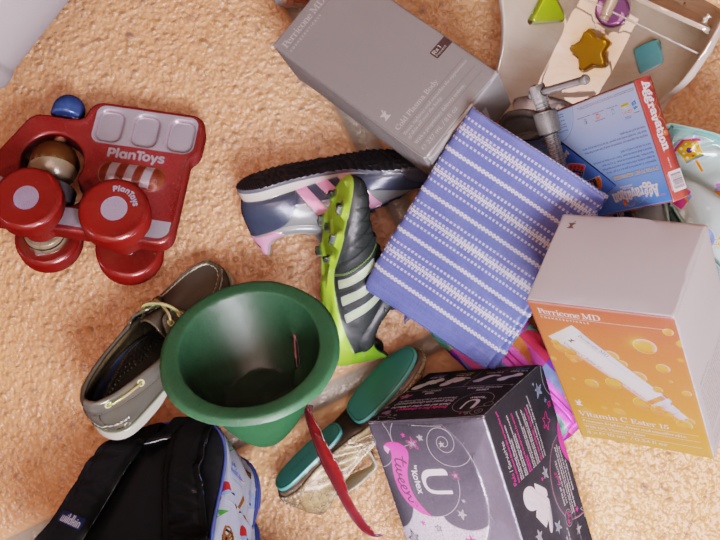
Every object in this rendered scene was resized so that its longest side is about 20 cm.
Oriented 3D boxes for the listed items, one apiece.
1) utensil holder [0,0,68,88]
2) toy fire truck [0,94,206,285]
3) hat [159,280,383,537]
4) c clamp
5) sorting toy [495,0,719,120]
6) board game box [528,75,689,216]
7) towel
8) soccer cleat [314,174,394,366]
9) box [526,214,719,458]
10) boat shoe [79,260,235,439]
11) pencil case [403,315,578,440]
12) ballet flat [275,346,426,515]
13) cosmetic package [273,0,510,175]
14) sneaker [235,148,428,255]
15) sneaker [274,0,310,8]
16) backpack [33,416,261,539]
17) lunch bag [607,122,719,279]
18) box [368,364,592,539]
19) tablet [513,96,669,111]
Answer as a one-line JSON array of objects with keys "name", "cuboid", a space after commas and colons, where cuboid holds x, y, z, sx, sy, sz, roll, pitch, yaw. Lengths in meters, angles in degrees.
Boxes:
[{"name": "utensil holder", "cuboid": [-0.345, -0.303, 1.132, 0.170, 0.170, 0.200, 39, 90, 3]}, {"name": "toy fire truck", "cuboid": [-0.261, -0.088, 1.166, 0.200, 0.112, 0.168, 9, 67, 3]}, {"name": "hat", "cuboid": [-0.087, 0.138, 1.130, 0.166, 0.200, 0.176, -12, 134, -2]}, {"name": "c clamp", "cuboid": [0.172, -0.074, 1.088, 0.027, 0.171, 0.200, -20, 103, -20]}, {"name": "sorting toy", "cuboid": [0.210, -0.199, 1.118, 0.200, 0.107, 0.180, 28, 111, 9]}, {"name": "board game box", "cuboid": [0.206, -0.098, 1.044, 0.019, 0.200, 0.103, -19, 93, -20]}, {"name": "towel", "cuboid": [0.108, -0.024, 1.063, 0.145, 0.024, 0.200, 33, 112, 6]}, {"name": "soccer cleat", "cuboid": [0.000, 0.000, 1.135, 0.081, 0.068, 0.200, -3, 120, -15]}, {"name": "box", "cuboid": [0.236, 0.057, 1.010, 0.124, 0.200, 0.098, 6, 53, 32]}, {"name": "boat shoe", "cuboid": [-0.191, 0.066, 1.141, 0.072, 0.060, 0.202, 23, 65, 27]}, {"name": "pencil case", "cuboid": [0.138, 0.079, 1.139, 0.200, 0.088, 0.088, 43, 93, 1]}, {"name": "ballet flat", "cuboid": [0.003, 0.160, 1.168, 0.200, 0.071, 0.065, -45, 114, 6]}, {"name": "cosmetic package", "cuboid": [0.029, -0.182, 1.116, 0.200, 0.090, 0.107, 37, 89, 20]}, {"name": "sneaker", "cuboid": [-0.016, -0.068, 1.168, 0.200, 0.070, 0.082, -9, 113, 2]}, {"name": "sneaker", "cuboid": [-0.005, -0.327, 1.160, 0.200, 0.071, 0.080, -28, 77, 4]}, {"name": "backpack", "cuboid": [-0.177, 0.237, 1.114, 0.200, 0.154, 0.191, -5, 54, 21]}, {"name": "lunch bag", "cuboid": [0.295, -0.030, 1.077, 0.200, 0.170, 0.122, 45, 72, 2]}, {"name": "box", "cuboid": [0.111, 0.201, 1.086, 0.132, 0.115, 0.200, -9, 103, 38]}, {"name": "tablet", "cuboid": [0.210, -0.139, 1.169, 0.130, 0.014, 0.200, 30, 92, 3]}]
